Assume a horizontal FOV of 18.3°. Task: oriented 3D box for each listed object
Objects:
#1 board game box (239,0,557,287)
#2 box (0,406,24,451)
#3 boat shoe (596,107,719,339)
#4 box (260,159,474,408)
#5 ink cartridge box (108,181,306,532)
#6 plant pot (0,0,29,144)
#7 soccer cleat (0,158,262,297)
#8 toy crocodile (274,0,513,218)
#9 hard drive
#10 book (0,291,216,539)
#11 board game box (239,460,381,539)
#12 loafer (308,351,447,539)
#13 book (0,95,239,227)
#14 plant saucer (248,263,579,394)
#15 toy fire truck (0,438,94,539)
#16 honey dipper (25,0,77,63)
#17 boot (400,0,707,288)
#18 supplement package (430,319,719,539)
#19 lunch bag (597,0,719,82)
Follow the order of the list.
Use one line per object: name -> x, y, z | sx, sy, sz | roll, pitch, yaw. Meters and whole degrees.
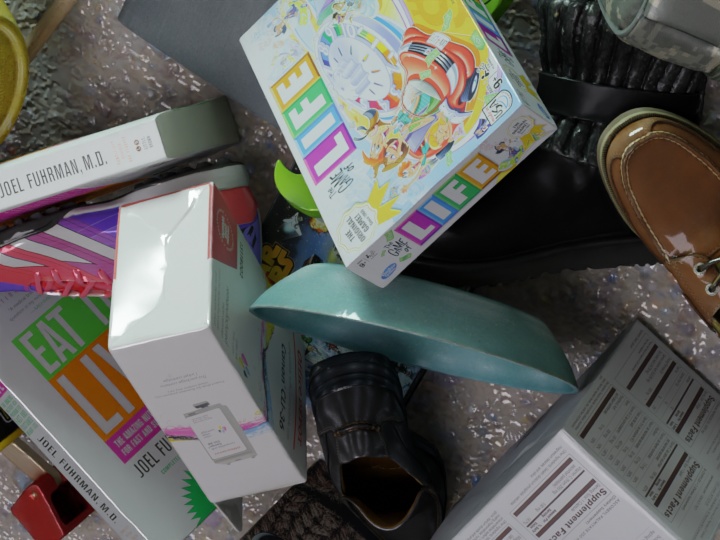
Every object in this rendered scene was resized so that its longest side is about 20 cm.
board game box -> 0.016, -0.106, 1.258 | 0.134, 0.034, 0.200 | -43, 46, 19
box -> -0.277, 0.022, 1.498 | 0.049, 0.160, 0.200 | -34, 93, 40
boat shoe -> 0.209, -0.009, 1.262 | 0.072, 0.068, 0.200 | -39, 116, 9
box -> 0.000, 0.000, 1.424 | 0.137, 0.040, 0.200 | 34, 122, 8
ink cartridge box -> -0.083, 0.058, 1.368 | 0.067, 0.117, 0.200 | -13, 137, 13
plant pot -> -0.293, -0.133, 1.404 | 0.142, 0.200, 0.201 | 21, 120, 27
soccer cleat -> -0.159, -0.010, 1.412 | 0.199, 0.068, 0.074 | -17, 88, 1
toy crocodile -> 0.027, -0.109, 1.320 | 0.062, 0.067, 0.200 | 39, 102, 8
hard drive -> -0.054, -0.201, 1.368 | 0.139, 0.033, 0.200 | 34, 122, 10
book -> -0.160, 0.079, 1.473 | 0.200, 0.134, 0.048 | 47, 143, -1
board game box -> -0.033, 0.245, 1.453 | 0.159, 0.200, 0.097 | 39, 123, 5
loafer -> 0.012, 0.134, 1.412 | 0.072, 0.073, 0.200 | -14, 142, 11
book -> -0.190, -0.059, 1.411 | 0.199, 0.134, 0.048 | -16, 94, 17
plant saucer -> 0.035, 0.031, 1.311 | 0.199, 0.200, 0.036 | 11, 83, 22
toy fire truck -> -0.300, 0.132, 1.626 | 0.141, 0.049, 0.200 | -37, 92, 33
honey dipper -> -0.191, -0.171, 1.448 | 0.038, 0.038, 0.200 | 44, 126, 3
boot -> 0.100, -0.082, 1.284 | 0.210, 0.080, 0.159 | -6, 118, -11
supplement package -> 0.127, 0.157, 1.359 | 0.111, 0.156, 0.200 | 42, 124, 2
lunch bag -> 0.232, -0.185, 1.160 | 0.167, 0.139, 0.201 | 20, 110, -8
